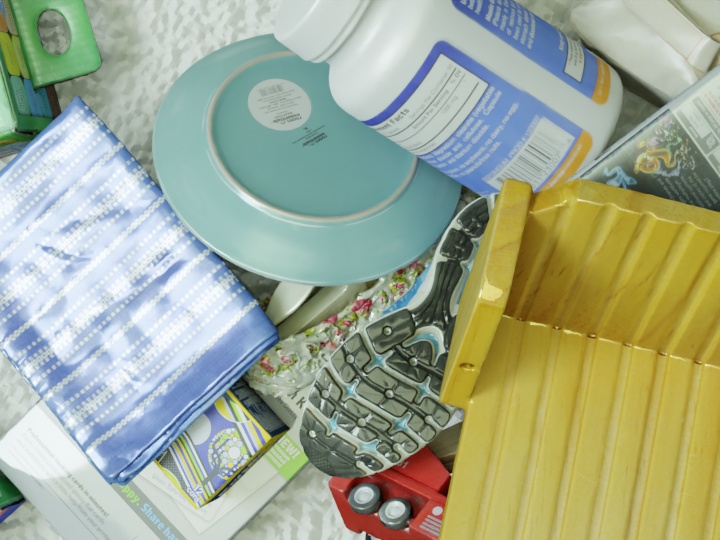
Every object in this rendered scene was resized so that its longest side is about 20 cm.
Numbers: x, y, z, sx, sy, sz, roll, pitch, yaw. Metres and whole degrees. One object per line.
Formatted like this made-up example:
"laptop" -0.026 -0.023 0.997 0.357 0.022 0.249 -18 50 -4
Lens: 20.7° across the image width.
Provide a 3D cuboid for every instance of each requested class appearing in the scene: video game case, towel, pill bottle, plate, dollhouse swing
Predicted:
"video game case" 0.230 -0.010 1.162 0.181 0.023 0.201 -37 96 6
"towel" -0.162 0.014 1.213 0.145 0.024 0.200 -42 84 4
"pill bottle" 0.051 -0.124 1.198 0.199 0.112 0.113 31 95 -18
"plate" -0.031 -0.079 1.236 0.198 0.026 0.202 5 55 -8
"dollhouse swing" 0.145 0.084 1.072 0.198 0.182 0.177 14 57 -1

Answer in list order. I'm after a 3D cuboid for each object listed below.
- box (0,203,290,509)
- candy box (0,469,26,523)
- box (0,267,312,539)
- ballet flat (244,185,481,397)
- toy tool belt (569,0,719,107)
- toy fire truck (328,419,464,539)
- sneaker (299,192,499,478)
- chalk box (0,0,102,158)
"box" -0.140 0.053 1.253 0.070 0.064 0.200 -43 84 5
"candy box" -0.350 0.129 1.311 0.169 0.077 0.200 -39 89 5
"box" -0.123 0.107 1.304 0.200 0.041 0.156 -44 86 4
"ballet flat" 0.000 0.000 1.248 0.200 0.064 0.075 -45 47 -12
"toy tool belt" 0.238 -0.145 1.214 0.199 0.125 0.123 35 92 21
"toy fire truck" 0.057 0.115 1.207 0.199 0.049 0.141 22 58 36
"sneaker" 0.042 0.048 1.198 0.078 0.090 0.200 42 81 7
"chalk box" -0.270 -0.130 1.271 0.198 0.124 0.126 -17 90 7
